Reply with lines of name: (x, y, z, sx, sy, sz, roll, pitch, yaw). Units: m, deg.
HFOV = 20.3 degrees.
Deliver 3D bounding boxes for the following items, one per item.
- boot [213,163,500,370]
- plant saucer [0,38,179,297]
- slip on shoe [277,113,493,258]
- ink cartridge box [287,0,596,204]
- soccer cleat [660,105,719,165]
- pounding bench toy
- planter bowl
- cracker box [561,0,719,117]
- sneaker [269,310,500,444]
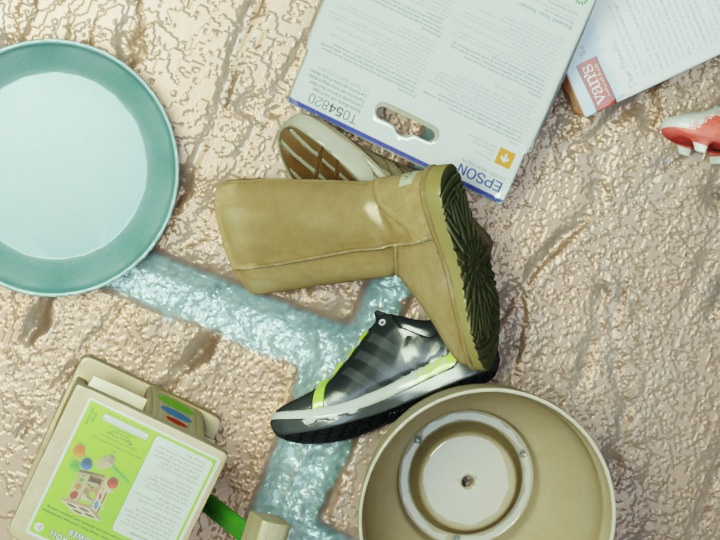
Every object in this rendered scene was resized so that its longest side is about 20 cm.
boot: (0.000, 0.000, 1.566, 0.198, 0.066, 0.177, -6, 109, 28)
plant saucer: (-0.241, -0.081, 1.583, 0.198, 0.036, 0.202, -1, 98, -4)
slip on shoe: (0.022, -0.060, 1.597, 0.199, 0.076, 0.061, 38, 55, -1)
ink cartridge box: (0.066, -0.183, 1.562, 0.198, 0.041, 0.201, 26, 110, 6)
soccer cleat: (0.335, -0.128, 1.611, 0.198, 0.069, 0.086, 1, 89, -8)
pounding bench toy: (-0.154, 0.171, 1.564, 0.199, 0.156, 0.125, 25, 94, -8)
planter bowl: (0.092, 0.179, 1.595, 0.198, 0.135, 0.202, -1, 99, -4)
cracker box: (0.234, -0.224, 1.590, 0.199, 0.058, 0.135, -25, 98, -1)
sneaker: (0.016, 0.077, 1.622, 0.198, 0.072, 0.083, -20, 74, -2)
